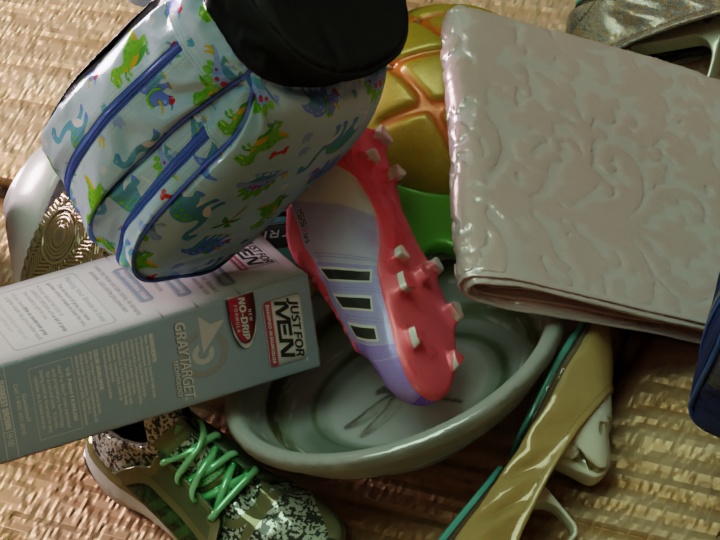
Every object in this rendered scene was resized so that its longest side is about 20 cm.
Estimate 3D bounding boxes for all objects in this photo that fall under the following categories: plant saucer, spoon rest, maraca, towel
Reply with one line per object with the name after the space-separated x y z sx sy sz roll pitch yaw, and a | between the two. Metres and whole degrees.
0.024 0.063 1.636 0.199 0.050 0.200 -17 29 10 | plant saucer
-0.204 -0.001 1.776 0.060 0.099 0.200 34 87 11 | spoon rest
0.041 -0.080 1.722 0.137 0.107 0.200 20 52 12 | maraca
0.135 -0.049 1.649 0.190 0.032 0.201 14 48 -19 | towel

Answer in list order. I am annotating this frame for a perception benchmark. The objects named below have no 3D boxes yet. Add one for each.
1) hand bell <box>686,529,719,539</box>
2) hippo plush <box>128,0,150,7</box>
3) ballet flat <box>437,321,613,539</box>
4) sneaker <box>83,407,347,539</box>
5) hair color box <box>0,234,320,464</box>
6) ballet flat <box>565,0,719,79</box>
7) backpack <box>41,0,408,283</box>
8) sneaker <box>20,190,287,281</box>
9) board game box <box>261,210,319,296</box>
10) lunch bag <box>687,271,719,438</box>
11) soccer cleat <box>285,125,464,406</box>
0.198 0.137 1.523 0.104 0.104 0.200 11 44 29 | hand bell
-0.047 -0.184 1.766 0.160 0.200 0.161 -56 43 9 | hippo plush
0.098 0.115 1.589 0.063 0.069 0.200 32 68 7 | ballet flat
-0.094 0.113 1.635 0.199 0.089 0.077 26 65 36 | sneaker
-0.133 0.038 1.619 0.199 0.061 0.099 -17 27 -19 | hair color box
0.220 -0.142 1.748 0.199 0.068 0.068 -11 62 22 | ballet flat
-0.079 -0.086 1.565 0.199 0.163 0.154 -24 86 30 | backpack
-0.108 -0.035 1.723 0.200 0.108 0.070 -52 48 17 | sneaker
-0.074 -0.062 1.800 0.150 0.047 0.201 -5 51 18 | board game box
0.273 0.045 1.496 0.199 0.136 0.133 20 58 5 | lunch bag
0.000 0.000 1.608 0.076 0.067 0.201 -34 52 22 | soccer cleat
